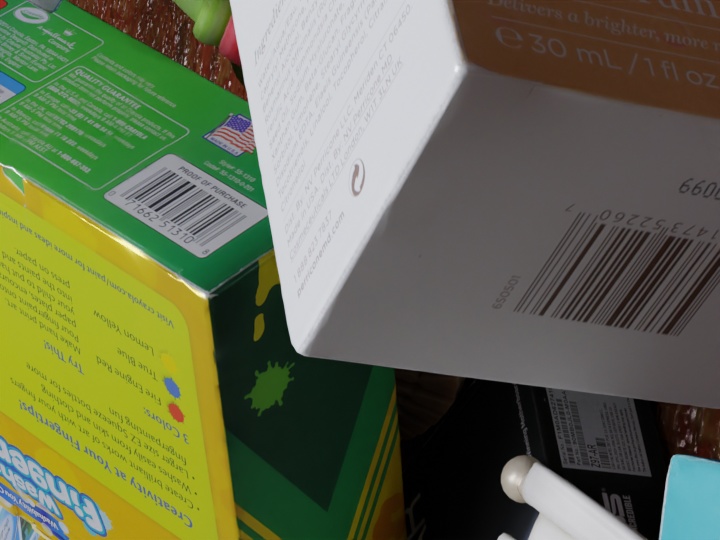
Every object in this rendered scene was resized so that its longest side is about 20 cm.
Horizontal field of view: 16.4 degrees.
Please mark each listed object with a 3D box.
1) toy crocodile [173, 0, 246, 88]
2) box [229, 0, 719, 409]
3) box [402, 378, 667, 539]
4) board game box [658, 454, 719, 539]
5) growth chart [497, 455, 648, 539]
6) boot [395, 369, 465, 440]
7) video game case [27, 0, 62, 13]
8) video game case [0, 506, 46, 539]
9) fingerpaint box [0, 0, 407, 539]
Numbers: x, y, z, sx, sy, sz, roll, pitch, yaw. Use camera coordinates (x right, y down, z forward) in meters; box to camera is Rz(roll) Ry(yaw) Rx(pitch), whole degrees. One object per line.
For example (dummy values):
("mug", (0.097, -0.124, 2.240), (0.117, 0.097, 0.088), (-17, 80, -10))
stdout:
("toy crocodile", (0.010, -0.058, 0.764), (0.062, 0.200, 0.068), (-51, -5, -47))
("box", (0.054, -0.077, 0.675), (0.106, 0.152, 0.200), (121, 147, -43))
("box", (0.049, 0.144, 0.760), (0.160, 0.043, 0.201), (125, 144, -47))
("board game box", (0.119, 0.141, 0.457), (0.047, 0.150, 0.201), (-173, 91, -68))
("growth chart", (0.045, 0.153, 0.689), (0.145, 0.018, 0.201), (-131, 53, -59))
("boot", (0.000, 0.000, 0.852), (0.107, 0.075, 0.200), (-50, 14, -18))
("video game case", (-0.066, -0.183, 0.795), (0.182, 0.045, 0.200), (-57, 15, 10))
("video game case", (-0.128, 0.124, 0.928), (0.182, 0.024, 0.200), (-105, 34, -44))
("fingerpaint box", (-0.080, 0.011, 0.779), (0.200, 0.073, 0.167), (30, 141, 35))
